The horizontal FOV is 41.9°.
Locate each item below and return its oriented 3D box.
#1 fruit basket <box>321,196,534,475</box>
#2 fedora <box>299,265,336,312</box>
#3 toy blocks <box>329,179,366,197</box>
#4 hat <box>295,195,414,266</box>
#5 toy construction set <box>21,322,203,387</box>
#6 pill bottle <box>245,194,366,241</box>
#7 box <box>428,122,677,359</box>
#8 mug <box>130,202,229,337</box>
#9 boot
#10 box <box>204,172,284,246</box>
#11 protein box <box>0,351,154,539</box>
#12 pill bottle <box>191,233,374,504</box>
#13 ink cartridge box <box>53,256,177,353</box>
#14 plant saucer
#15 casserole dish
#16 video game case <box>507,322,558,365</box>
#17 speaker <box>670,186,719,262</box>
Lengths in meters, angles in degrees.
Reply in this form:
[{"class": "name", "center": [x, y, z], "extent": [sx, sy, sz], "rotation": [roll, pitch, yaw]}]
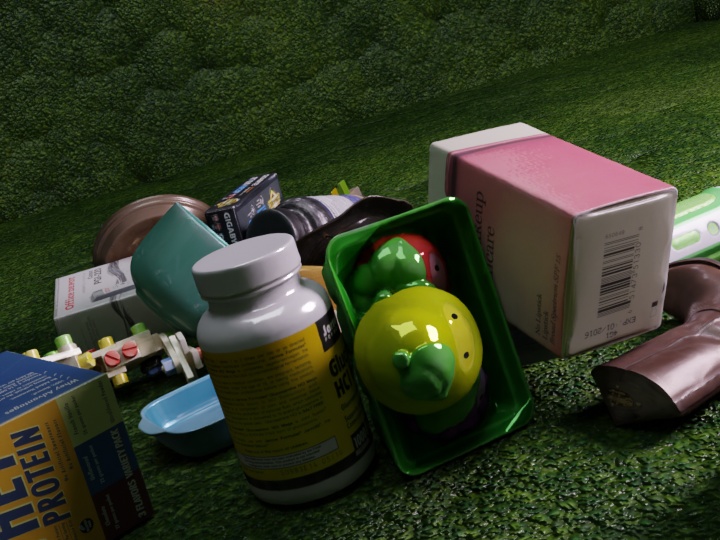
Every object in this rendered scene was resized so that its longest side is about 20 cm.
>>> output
[{"class": "fruit basket", "center": [0.054, 0.053, 0.744], "extent": [0.155, 0.216, 0.215], "rotation": [-20, 16, -21]}, {"class": "fedora", "center": [-0.063, 0.035, 1.058], "extent": [0.200, 0.082, 0.201], "rotation": [-6, 1, 0]}, {"class": "toy blocks", "center": [-0.071, -0.071, 1.520], "extent": [0.136, 0.100, 0.200], "rotation": [-21, 13, 21]}, {"class": "hat", "center": [0.000, 0.000, 1.179], "extent": [0.200, 0.201, 0.081], "rotation": [-21, 61, -22]}, {"class": "toy construction set", "center": [-0.275, 0.103, 1.064], "extent": [0.199, 0.092, 0.131], "rotation": [-7, -15, -14]}, {"class": "pill bottle", "center": [-0.058, -0.045, 1.268], "extent": [0.112, 0.112, 0.200], "rotation": [-3, 4, 35]}, {"class": "box", "center": [0.154, -0.033, 0.802], "extent": [0.109, 0.128, 0.200], "rotation": [-15, 29, -25]}, {"class": "mug", "center": [-0.189, 0.021, 1.134], "extent": [0.114, 0.185, 0.152], "rotation": [-49, 0, -3]}, {"class": "boot", "center": [0.259, 0.061, 0.812], "extent": [0.200, 0.064, 0.186], "rotation": [-27, 17, -23]}, {"class": "box", "center": [-0.145, -0.036, 1.311], "extent": [0.046, 0.159, 0.200], "rotation": [-9, 16, 15]}, {"class": "protein box", "center": [-0.322, 0.175, 0.785], "extent": [0.198, 0.135, 0.200], "rotation": [-27, 20, -39]}, {"class": "pill bottle", "center": [-0.066, 0.077, 0.764], "extent": [0.112, 0.201, 0.112], "rotation": [-15, 16, 5]}, {"class": "ink cartridge box", "center": [-0.315, 0.043, 1.299], "extent": [0.199, 0.085, 0.146], "rotation": [-19, 26, -9]}, {"class": "plant saucer", "center": [-0.290, -0.024, 1.382], "extent": [0.200, 0.200, 0.030], "rotation": [-17, 45, -10]}, {"class": "casserole dish", "center": [-0.123, 0.131, 0.939], "extent": [0.200, 0.039, 0.121], "rotation": [-23, 18, -32]}, {"class": "video game case", "center": [0.119, 0.025, 0.921], "extent": [0.200, 0.022, 0.182], "rotation": [-16, 42, 25]}, {"class": "speaker", "center": [0.327, -0.025, 0.990], "extent": [0.200, 0.089, 0.088], "rotation": [-21, 17, -22]}]
